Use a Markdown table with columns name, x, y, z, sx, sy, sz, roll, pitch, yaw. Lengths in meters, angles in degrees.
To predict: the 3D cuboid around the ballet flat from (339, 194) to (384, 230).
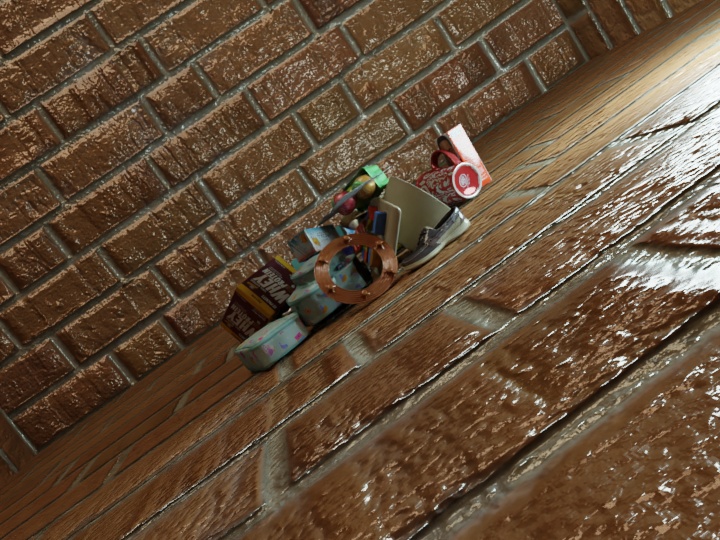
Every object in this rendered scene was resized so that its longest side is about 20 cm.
| name | x | y | z | sx | sy | sz | roll | pitch | yaw |
| --- | --- | --- | --- | --- | --- | --- | --- | --- | --- |
| ballet flat | 0.020 | -0.153 | 1.846 | 0.199 | 0.068 | 0.073 | -24 | 54 | 28 |

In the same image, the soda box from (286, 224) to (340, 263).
| name | x | y | z | sx | sy | sz | roll | pitch | yaw |
| --- | --- | --- | --- | --- | --- | --- | --- | --- | --- |
| soda box | -0.118 | -0.074 | 1.683 | 0.063 | 0.069 | 0.200 | -32 | -4 | 20 |

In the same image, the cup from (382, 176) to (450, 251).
| name | x | y | z | sx | sy | sz | roll | pitch | yaw |
| --- | --- | --- | --- | --- | --- | --- | --- | --- | --- |
| cup | 0.130 | -0.137 | 1.659 | 0.144 | 0.199 | 0.200 | -60 | 7 | 2 |

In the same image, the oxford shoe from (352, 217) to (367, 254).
| name | x | y | z | sx | sy | sz | roll | pitch | yaw |
| --- | --- | --- | --- | --- | --- | --- | --- | --- | --- |
| oxford shoe | 0.039 | -0.115 | 1.786 | 0.072 | 0.072 | 0.200 | 7 | -42 | -29 |

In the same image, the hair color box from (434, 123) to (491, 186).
| name | x | y | z | sx | sy | sz | roll | pitch | yaw |
| --- | --- | --- | --- | --- | --- | --- | --- | --- | --- |
| hair color box | 0.320 | -0.348 | 1.966 | 0.061 | 0.201 | 0.101 | -32 | 6 | -16 |

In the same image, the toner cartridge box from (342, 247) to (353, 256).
| name | x | y | z | sx | sy | sz | roll | pitch | yaw |
| --- | --- | --- | --- | --- | --- | --- | --- | --- | --- |
| toner cartridge box | -0.070 | -0.034 | 1.862 | 0.095 | 0.043 | 0.200 | -34 | 0 | 9 |

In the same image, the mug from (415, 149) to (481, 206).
| name | x | y | z | sx | sy | sz | roll | pitch | yaw |
| --- | --- | --- | --- | --- | --- | --- | --- | --- | --- |
| mug | 0.263 | -0.277 | 1.931 | 0.133 | 0.178 | 0.200 | -35 | 12 | -22 |

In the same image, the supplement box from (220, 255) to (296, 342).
| name | x | y | z | sx | sy | sz | roll | pitch | yaw |
| --- | --- | --- | --- | --- | --- | --- | --- | --- | --- |
| supplement box | -0.288 | 0.100 | 1.883 | 0.200 | 0.133 | 0.198 | -43 | -10 | -47 |

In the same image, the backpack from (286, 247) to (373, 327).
| name | x | y | z | sx | sy | sz | roll | pitch | yaw |
| --- | --- | --- | --- | --- | --- | --- | --- | --- | --- |
| backpack | -0.093 | 0.043 | 1.570 | 0.200 | 0.153 | 0.176 | -47 | 14 | -18 |

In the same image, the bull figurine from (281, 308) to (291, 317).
| name | x | y | z | sx | sy | sz | roll | pitch | yaw |
| --- | --- | --- | --- | --- | --- | --- | --- | --- | --- |
| bull figurine | -0.148 | 0.099 | 1.775 | 0.200 | 0.065 | 0.121 | -30 | 12 | 47 |

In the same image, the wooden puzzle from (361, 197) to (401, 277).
| name | x | y | z | sx | sy | sz | roll | pitch | yaw |
| --- | --- | --- | --- | --- | --- | --- | --- | --- | --- |
| wooden puzzle | 0.041 | -0.085 | 1.591 | 0.046 | 0.187 | 0.200 | 4 | 12 | -17 |

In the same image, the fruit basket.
| name | x | y | z | sx | sy | sz | roll | pitch | yaw |
| --- | --- | --- | --- | --- | --- | --- | --- | --- | --- |
| fruit basket | -0.024 | -0.205 | 1.693 | 0.199 | 0.094 | 0.185 | -31 | -6 | -35 |

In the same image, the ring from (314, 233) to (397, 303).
| name | x | y | z | sx | sy | sz | roll | pitch | yaw |
| --- | --- | --- | --- | --- | --- | --- | --- | --- | --- |
| ring | -0.012 | -0.011 | 1.471 | 0.200 | 0.200 | 0.019 | -37 | -30 | -17 |

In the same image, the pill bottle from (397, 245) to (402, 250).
| name | x | y | z | sx | sy | sz | roll | pitch | yaw |
| --- | --- | --- | --- | --- | --- | --- | --- | --- | --- |
| pill bottle | 0.102 | -0.119 | 1.858 | 0.199 | 0.110 | 0.109 | -31 | 8 | 25 |

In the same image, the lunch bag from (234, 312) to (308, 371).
| name | x | y | z | sx | sy | sz | roll | pitch | yaw |
| --- | --- | --- | --- | --- | --- | --- | --- | --- | --- |
| lunch bag | -0.220 | 0.175 | 1.560 | 0.160 | 0.077 | 0.200 | -39 | 8 | -27 |

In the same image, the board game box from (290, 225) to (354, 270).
| name | x | y | z | sx | sy | sz | roll | pitch | yaw |
| --- | --- | --- | --- | --- | --- | --- | --- | --- | --- |
| board game box | -0.101 | -0.059 | 1.991 | 0.200 | 0.047 | 0.151 | -36 | -18 | 18 |

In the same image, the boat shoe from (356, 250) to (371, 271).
| name | x | y | z | sx | sy | sz | roll | pitch | yaw |
| --- | --- | --- | --- | --- | --- | --- | --- | --- | --- |
| boat shoe | 0.000 | 0.000 | 1.788 | 0.199 | 0.072 | 0.072 | -29 | 37 | -3 |

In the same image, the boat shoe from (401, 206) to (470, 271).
| name | x | y | z | sx | sy | sz | roll | pitch | yaw |
| --- | --- | --- | --- | --- | --- | --- | --- | --- | --- |
| boat shoe | 0.168 | -0.075 | 1.467 | 0.200 | 0.065 | 0.072 | -37 | 9 | -12 |
